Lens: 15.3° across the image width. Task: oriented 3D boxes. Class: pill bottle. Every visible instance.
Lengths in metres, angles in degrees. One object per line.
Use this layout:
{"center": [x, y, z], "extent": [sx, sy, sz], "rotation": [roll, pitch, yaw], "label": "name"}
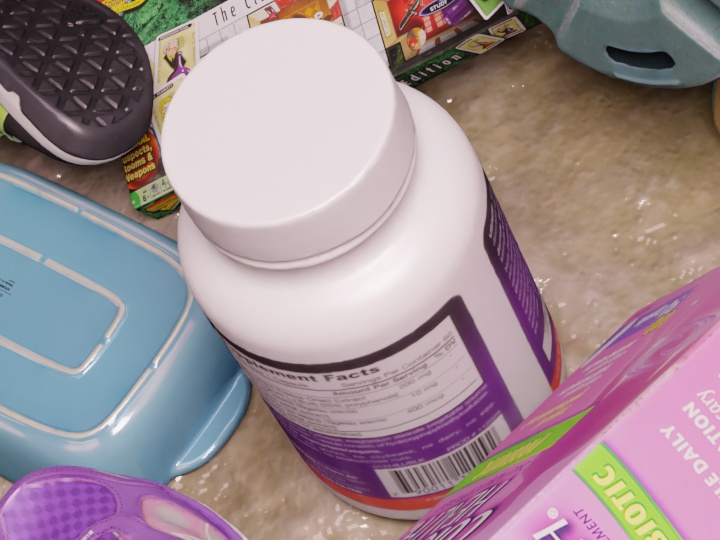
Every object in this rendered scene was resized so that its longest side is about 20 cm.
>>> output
{"center": [0.000, 0.000, 0.958], "extent": [0.111, 0.200, 0.112], "rotation": [-9, 58, 14], "label": "pill bottle"}

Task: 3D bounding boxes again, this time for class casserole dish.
{"center": [-0.134, 0.019, 1.092], "extent": [0.200, 0.039, 0.121], "rotation": [25, 71, 30], "label": "casserole dish"}

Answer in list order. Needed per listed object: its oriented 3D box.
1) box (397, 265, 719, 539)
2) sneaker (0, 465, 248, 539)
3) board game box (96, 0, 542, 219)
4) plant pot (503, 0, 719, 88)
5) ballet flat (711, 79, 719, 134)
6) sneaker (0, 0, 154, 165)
{"center": [0.086, 0.091, 0.851], "extent": [0.200, 0.176, 0.097], "rotation": [-42, 91, -20], "label": "box"}
{"center": [-0.061, 0.125, 0.968], "extent": [0.200, 0.089, 0.081], "rotation": [33, 76, 29], "label": "sneaker"}
{"center": [-0.021, -0.108, 1.089], "extent": [0.200, 0.023, 0.105], "rotation": [-26, 64, 25], "label": "board game box"}
{"center": [0.141, -0.182, 0.991], "extent": [0.200, 0.200, 0.196], "rotation": [27, 56, 30], "label": "plant pot"}
{"center": [0.230, -0.077, 1.008], "extent": [0.200, 0.063, 0.069], "rotation": [-11, 58, 12], "label": "ballet flat"}
{"center": [-0.152, -0.082, 1.137], "extent": [0.072, 0.083, 0.200], "rotation": [-13, 37, -33], "label": "sneaker"}
